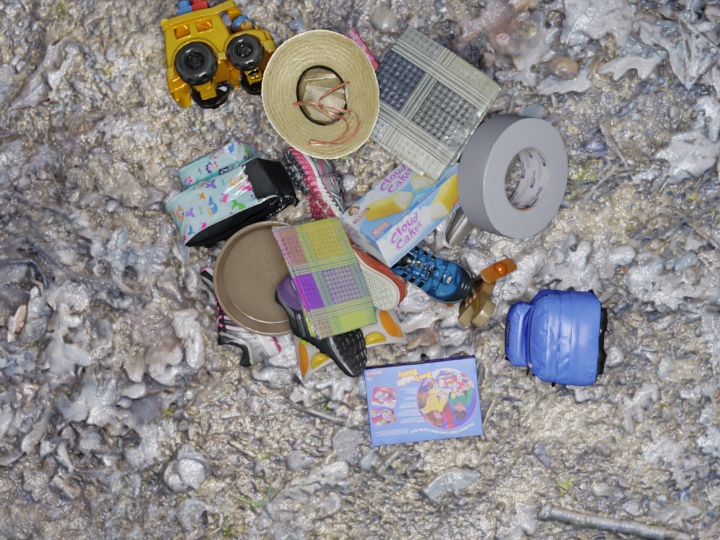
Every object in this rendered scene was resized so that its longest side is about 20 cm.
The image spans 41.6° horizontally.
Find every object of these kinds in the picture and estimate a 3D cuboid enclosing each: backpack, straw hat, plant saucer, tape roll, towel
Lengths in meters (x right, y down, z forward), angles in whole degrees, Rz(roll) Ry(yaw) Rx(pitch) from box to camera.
[{"bbox_3d":[-0.230,-0.125,1.607,0.199,0.177,0.152,-32,87,14],"label":"backpack"},{"bbox_3d":[0.325,0.115,1.572,0.165,0.200,0.165,-1,92,3],"label":"backpack"},{"bbox_3d":[-0.062,-0.283,1.539,0.198,0.085,0.204,0,99,1],"label":"straw hat"},{"bbox_3d":[-0.149,0.012,1.600,0.197,0.030,0.203,-1,106,-2],"label":"plant saucer"},{"bbox_3d":[0.255,-0.156,1.579,0.198,0.066,0.203,-10,107,-35],"label":"tape roll"},{"bbox_3d":[-0.056,0.008,1.540,0.143,0.023,0.202,-13,74,-41],"label":"towel"},{"bbox_3d":[0.103,-0.271,1.554,0.199,0.035,0.193,37,93,11],"label":"towel"}]

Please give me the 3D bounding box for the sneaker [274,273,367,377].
[{"bbox_3d":[-0.066,0.094,1.568,0.087,0.076,0.201,-33,88,40],"label":"sneaker"}]

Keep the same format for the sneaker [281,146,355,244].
[{"bbox_3d":[-0.054,-0.137,1.649,0.074,0.080,0.201,-33,98,-27],"label":"sneaker"}]

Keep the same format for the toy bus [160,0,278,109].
[{"bbox_3d":[-0.243,-0.397,1.634,0.197,0.136,0.194,-14,75,1],"label":"toy bus"}]

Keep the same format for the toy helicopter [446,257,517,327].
[{"bbox_3d":[0.207,0.042,1.575,0.079,0.200,0.133,37,104,-5],"label":"toy helicopter"}]

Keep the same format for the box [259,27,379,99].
[{"bbox_3d":[-0.064,-0.314,1.630,0.199,0.100,0.096,-35,91,4],"label":"box"}]

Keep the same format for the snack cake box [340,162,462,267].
[{"bbox_3d":[0.078,-0.111,1.593,0.200,0.115,0.067,-41,134,-12],"label":"snack cake box"}]

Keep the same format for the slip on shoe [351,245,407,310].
[{"bbox_3d":[0.000,0.000,1.620,0.199,0.061,0.075,35,117,28],"label":"slip on shoe"}]

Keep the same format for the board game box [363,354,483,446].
[{"bbox_3d":[0.110,0.228,1.663,0.197,0.045,0.136,-6,91,3],"label":"board game box"}]

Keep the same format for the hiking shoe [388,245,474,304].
[{"bbox_3d":[0.101,0.001,1.589,0.199,0.086,0.075,25,95,44],"label":"hiking shoe"}]

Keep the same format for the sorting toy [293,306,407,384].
[{"bbox_3d":[-0.044,0.073,1.655,0.198,0.107,0.182,-22,71,3],"label":"sorting toy"}]

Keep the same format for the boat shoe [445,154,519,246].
[{"bbox_3d":[0.198,-0.135,1.645,0.057,0.067,0.201,35,88,21],"label":"boat shoe"}]

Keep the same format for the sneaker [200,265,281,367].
[{"bbox_3d":[-0.228,0.087,1.662,0.087,0.074,0.201,-37,94,-3],"label":"sneaker"}]
